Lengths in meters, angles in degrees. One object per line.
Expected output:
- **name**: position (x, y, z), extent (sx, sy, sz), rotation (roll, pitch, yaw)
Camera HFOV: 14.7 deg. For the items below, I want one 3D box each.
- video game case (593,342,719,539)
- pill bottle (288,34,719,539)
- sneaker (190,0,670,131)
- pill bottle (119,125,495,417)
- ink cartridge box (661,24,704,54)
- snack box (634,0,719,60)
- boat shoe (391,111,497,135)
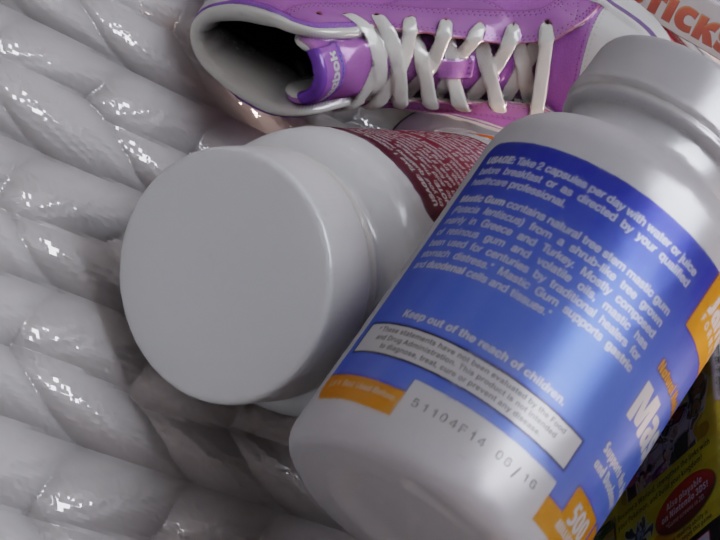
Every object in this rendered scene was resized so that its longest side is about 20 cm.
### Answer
- **video game case**: position (0.091, 0.130, 1.068), extent (0.025, 0.200, 0.181), rotation (20, 47, -23)
- **pill bottle**: position (0.071, 0.015, 1.006), extent (0.112, 0.112, 0.200), rotation (47, 67, -27)
- **sneaker**: position (0.026, -0.084, 1.166), extent (0.114, 0.200, 0.073), rotation (-51, 148, -62)
- **pill bottle**: position (0.000, 0.000, 1.107), extent (0.200, 0.114, 0.114), rotation (-2, 69, -59)
- **ink cartridge box**: position (0.120, -0.089, 1.331), extent (0.146, 0.083, 0.200), rotation (43, 12, -32)
- **snack box**: position (0.105, -0.149, 1.244), extent (0.200, 0.024, 0.072), rotation (33, 24, 16)
- **boat shoe**: position (0.068, -0.022, 1.300), extent (0.200, 0.072, 0.062), rotation (38, 14, -44)
